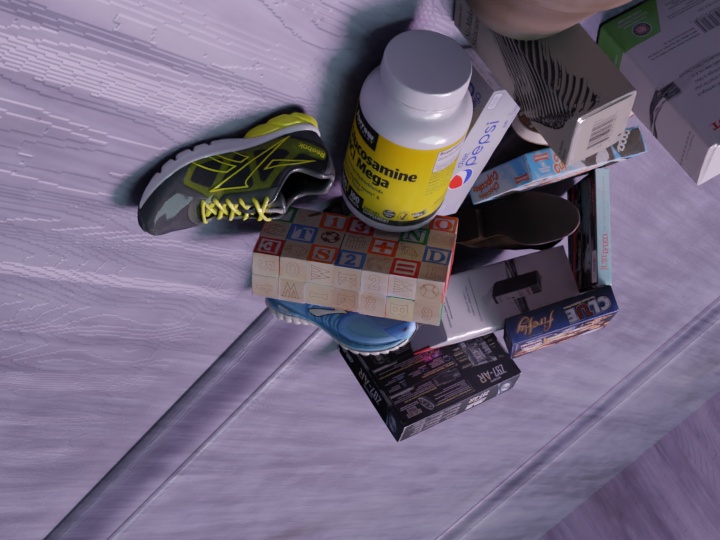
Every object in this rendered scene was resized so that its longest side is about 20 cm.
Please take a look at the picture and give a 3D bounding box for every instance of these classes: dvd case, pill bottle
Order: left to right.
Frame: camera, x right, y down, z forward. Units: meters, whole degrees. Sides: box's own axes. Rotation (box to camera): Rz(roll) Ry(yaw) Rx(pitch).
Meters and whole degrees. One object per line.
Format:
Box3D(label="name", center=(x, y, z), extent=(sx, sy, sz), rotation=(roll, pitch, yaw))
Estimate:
Box3D(label="pill bottle", center=(0.047, -0.138, 1.221), extent=(0.112, 0.113, 0.200), rotation=(-22, 152, -24))
Box3D(label="dvd case", center=(0.293, -0.046, 1.583), extent=(0.022, 0.147, 0.200), rotation=(0, 175, 1))

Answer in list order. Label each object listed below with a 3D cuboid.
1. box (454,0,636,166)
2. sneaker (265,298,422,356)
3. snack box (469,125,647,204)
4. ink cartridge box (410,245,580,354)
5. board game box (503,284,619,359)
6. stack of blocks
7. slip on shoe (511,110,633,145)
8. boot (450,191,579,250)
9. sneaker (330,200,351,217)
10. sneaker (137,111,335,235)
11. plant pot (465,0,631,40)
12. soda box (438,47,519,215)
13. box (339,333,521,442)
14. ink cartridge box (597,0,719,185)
Box3D(label="box", center=(0.169, -0.202, 1.152), extent=(0.068, 0.200, 0.082), rotation=(-27, 153, -14))
Box3D(label="sneaker", center=(-0.025, 0.030, 1.362), extent=(0.090, 0.199, 0.079), rotation=(79, 32, -50))
Box3D(label="snack box", center=(0.241, -0.129, 1.502), extent=(0.200, 0.037, 0.116), rotation=(-16, 177, -34))
Box3D(label="ink cartridge box", center=(0.169, 0.040, 1.625), extent=(0.199, 0.084, 0.144), rotation=(-14, 173, -17))
Box3D(label="board game box", center=(0.250, 0.068, 1.558), extent=(0.135, 0.035, 0.200), rotation=(-19, 170, 4))
Box3D(label="stack of blocks", center=(-0.004, -0.015, 1.286), extent=(0.199, 0.115, 0.059), rotation=(9, 128, 6))
Box3D(label="slip on shoe", center=(0.251, -0.181, 1.446), extent=(0.200, 0.076, 0.061), rotation=(-25, 159, -35))
Box3D(label="boot", center=(0.232, -0.054, 1.570), extent=(0.186, 0.064, 0.200), rotation=(-1, 175, 35))
Box3D(label="sneaker", center=(0.000, 0.000, 1.439), extent=(0.078, 0.085, 0.200), rotation=(-31, 155, -7))
Box3D(label="sneaker", center=(-0.114, -0.080, 1.161), extent=(0.200, 0.085, 0.075), rotation=(-29, 154, -12))
Box3D(label="plant pot", center=(0.158, -0.286, 1.040), extent=(0.200, 0.200, 0.174), rotation=(-27, 172, -15))
Box3D(label="soda box", center=(0.104, -0.146, 1.325), extent=(0.063, 0.068, 0.200), rotation=(-15, 149, -38))
Box3D(label="box", center=(0.096, 0.125, 1.685), extent=(0.200, 0.160, 0.044), rotation=(-22, 153, -26))
Box3D(label="ink cartridge box", center=(0.383, -0.216, 1.384), extent=(0.145, 0.200, 0.084), rotation=(-28, 154, -12))
